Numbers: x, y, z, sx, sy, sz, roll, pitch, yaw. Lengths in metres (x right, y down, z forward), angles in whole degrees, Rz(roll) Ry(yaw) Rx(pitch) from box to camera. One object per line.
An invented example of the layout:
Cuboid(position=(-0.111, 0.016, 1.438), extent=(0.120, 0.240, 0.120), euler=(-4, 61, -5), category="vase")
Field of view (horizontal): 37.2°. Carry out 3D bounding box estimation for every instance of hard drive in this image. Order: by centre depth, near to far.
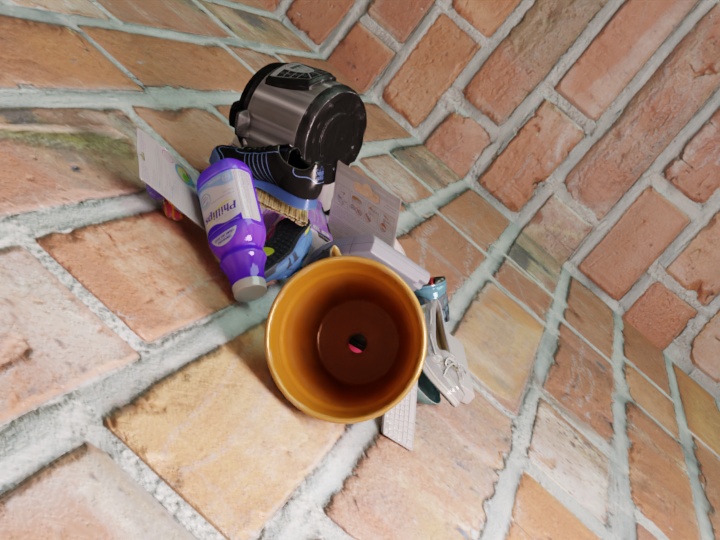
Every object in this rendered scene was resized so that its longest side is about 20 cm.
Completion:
Cuboid(position=(0.131, 0.140, 1.833), extent=(0.131, 0.026, 0.200), euler=(37, 16, -13), category="hard drive")

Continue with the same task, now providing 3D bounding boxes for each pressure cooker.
Cuboid(position=(-0.112, -0.248, 1.775), extent=(0.199, 0.180, 0.176), euler=(27, -12, 32), category="pressure cooker")

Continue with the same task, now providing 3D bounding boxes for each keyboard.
Cuboid(position=(0.058, 0.155, 1.499), extent=(0.056, 0.011, 0.202), euler=(30, 44, -24), category="keyboard")

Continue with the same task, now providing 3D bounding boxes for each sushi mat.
Cuboid(position=(-0.125, -0.121, 1.682), extent=(0.095, 0.012, 0.200), euler=(26, 18, -10), category="sushi mat")

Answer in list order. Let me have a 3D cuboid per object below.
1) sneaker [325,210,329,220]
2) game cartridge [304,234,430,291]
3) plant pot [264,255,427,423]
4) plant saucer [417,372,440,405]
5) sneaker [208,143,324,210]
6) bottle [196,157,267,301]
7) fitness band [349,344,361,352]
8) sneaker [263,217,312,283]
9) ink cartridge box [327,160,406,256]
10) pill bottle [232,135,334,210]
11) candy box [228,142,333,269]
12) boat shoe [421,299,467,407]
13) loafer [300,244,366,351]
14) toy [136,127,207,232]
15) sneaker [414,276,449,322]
Cuboid(position=(-0.056, -0.124, 2.021), extent=(0.071, 0.083, 0.200), euler=(33, 17, -24), category="sneaker")
Cuboid(position=(0.000, 0.000, 1.664), extent=(0.133, 0.042, 0.199), euler=(37, -29, -24), category="game cartridge")
Cuboid(position=(-0.010, 0.090, 1.374), extent=(0.200, 0.201, 0.183), euler=(42, 0, 8), category="plant pot")
Cuboid(position=(0.057, 0.122, 1.626), extent=(0.201, 0.027, 0.200), euler=(54, 10, -14), category="plant saucer")
Cuboid(position=(-0.140, -0.163, 1.625), extent=(0.198, 0.079, 0.070), euler=(25, 22, 20), category="sneaker")
Cuboid(position=(-0.174, -0.055, 1.490), extent=(0.065, 0.083, 0.202), euler=(19, 48, -50), category="bottle")
Cuboid(position=(-0.044, 0.069, 1.602), extent=(0.143, 0.038, 0.200), euler=(36, 15, -13), category="fitness band")
Cuboid(position=(-0.121, -0.009, 1.588), extent=(0.065, 0.079, 0.200), euler=(8, 27, 17), category="sneaker")
Cuboid(position=(0.014, -0.062, 1.754), extent=(0.050, 0.202, 0.160), euler=(-17, 38, -40), category="ink cartridge box")
Cuboid(position=(-0.127, -0.194, 1.919), extent=(0.198, 0.118, 0.116), euler=(24, 12, 13), category="pill bottle")
Cuboid(position=(-0.151, -0.105, 1.765), extent=(0.199, 0.072, 0.168), euler=(33, 17, -23), category="candy box")
Cuboid(position=(0.123, 0.125, 1.667), extent=(0.075, 0.064, 0.203), euler=(48, 14, -38), category="boat shoe")
Cuboid(position=(-0.019, 0.041, 1.541), extent=(0.072, 0.073, 0.200), euler=(18, 25, -50), category="loafer")
Cuboid(position=(-0.260, -0.103, 1.537), extent=(0.200, 0.047, 0.116), euler=(38, 25, -38), category="toy")
Cuboid(position=(0.115, 0.062, 1.866), extent=(0.200, 0.078, 0.097), euler=(8, 74, -86), category="sneaker")
